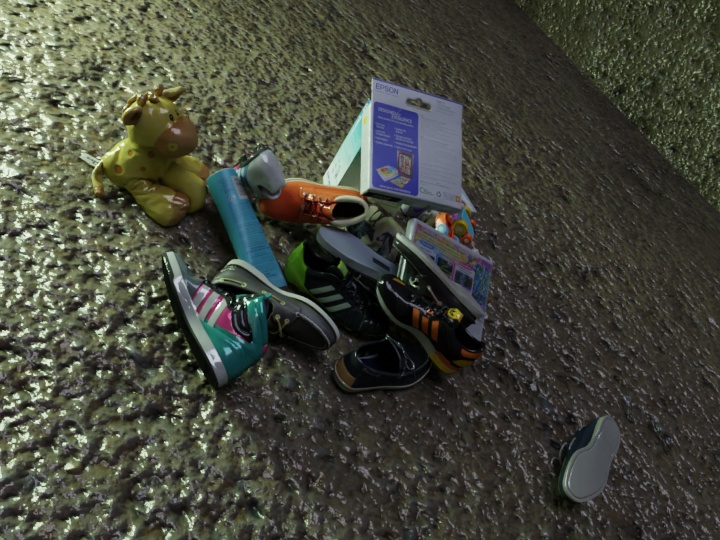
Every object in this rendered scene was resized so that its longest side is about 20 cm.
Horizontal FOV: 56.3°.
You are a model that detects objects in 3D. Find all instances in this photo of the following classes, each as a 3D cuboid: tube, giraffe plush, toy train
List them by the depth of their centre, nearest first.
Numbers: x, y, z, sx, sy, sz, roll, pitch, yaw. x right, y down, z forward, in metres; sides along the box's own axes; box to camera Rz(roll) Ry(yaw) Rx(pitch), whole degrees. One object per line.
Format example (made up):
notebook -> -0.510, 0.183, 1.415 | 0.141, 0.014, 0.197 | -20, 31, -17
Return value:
giraffe plush -> -0.310, -0.193, 1.028 | 0.198, 0.163, 0.174 | 19, 39, -23
tube -> -0.181, -0.061, 1.059 | 0.077, 0.050, 0.202 | -18, 81, -44
toy train -> 0.174, -0.078, 1.307 | 0.200, 0.055, 0.152 | 30, 53, -58

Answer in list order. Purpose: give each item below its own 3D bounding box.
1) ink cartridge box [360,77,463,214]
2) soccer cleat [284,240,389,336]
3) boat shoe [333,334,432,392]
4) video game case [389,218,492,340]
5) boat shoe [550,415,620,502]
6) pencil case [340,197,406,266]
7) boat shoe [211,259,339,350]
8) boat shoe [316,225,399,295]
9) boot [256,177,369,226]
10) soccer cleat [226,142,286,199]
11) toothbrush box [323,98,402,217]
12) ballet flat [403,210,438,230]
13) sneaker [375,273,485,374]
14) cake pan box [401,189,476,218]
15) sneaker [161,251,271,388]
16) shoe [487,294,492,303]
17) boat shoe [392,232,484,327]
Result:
ink cartridge box -> 0.092, -0.215, 1.183 | 0.195, 0.047, 0.203 | 8, 75, -27
soccer cleat -> -0.031, 0.032, 1.072 | 0.199, 0.081, 0.068 | 35, 35, -2
boat shoe -> 0.047, 0.139, 1.031 | 0.198, 0.062, 0.075 | -1, 48, -44
video game case -> 0.144, 0.032, 1.168 | 0.199, 0.024, 0.184 | 26, 66, -30
boat shoe -> 0.361, 0.307, 1.096 | 0.075, 0.062, 0.200 | 52, 45, -3
pencil case -> 0.057, -0.036, 1.229 | 0.200, 0.090, 0.078 | 46, 8, 13
boat shoe -> -0.126, 0.062, 0.974 | 0.200, 0.072, 0.061 | 31, 39, 6
boat shoe -> 0.000, -0.002, 1.149 | 0.198, 0.068, 0.074 | 29, 32, -21
boot -> -0.079, -0.112, 1.143 | 0.197, 0.076, 0.107 | 0, 16, -6
soccer cleat -> -0.174, -0.151, 1.124 | 0.070, 0.200, 0.087 | -37, 102, -14
toothbrush box -> 0.035, -0.203, 1.295 | 0.145, 0.201, 0.086 | 17, 41, -25
ballet flat -> 0.123, -0.079, 1.342 | 0.067, 0.064, 0.200 | 39, 35, 1
sneaker -> 0.114, 0.069, 1.052 | 0.200, 0.090, 0.070 | 47, 40, -10
cake pan box -> 0.145, -0.193, 1.506 | 0.182, 0.052, 0.201 | 10, 43, -35
sneaker -> -0.181, 0.046, 0.903 | 0.120, 0.084, 0.201 | -21, 69, -26
shoe -> 0.160, 0.005, 1.265 | 0.200, 0.053, 0.070 | 44, 16, -1
boat shoe -> 0.116, 0.023, 1.097 | 0.200, 0.060, 0.074 | 43, 12, -17
